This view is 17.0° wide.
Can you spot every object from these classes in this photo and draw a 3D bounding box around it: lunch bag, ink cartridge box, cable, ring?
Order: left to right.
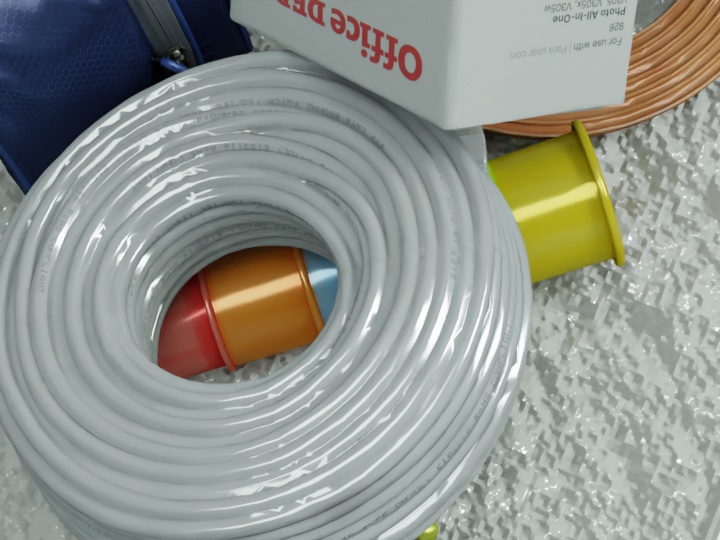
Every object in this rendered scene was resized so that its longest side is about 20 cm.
[{"bbox_3d":[-0.129,-0.135,0.942,0.132,0.136,0.200,-38,70,-6],"label":"lunch bag"},{"bbox_3d":[-0.037,0.018,0.860,0.199,0.069,0.201,-19,58,4],"label":"cable"},{"bbox_3d":[0.028,-0.165,0.827,0.084,0.201,0.146,-11,26,-32],"label":"ink cartridge box"},{"bbox_3d":[0.079,-0.146,0.990,0.199,0.019,0.202,-1,73,4],"label":"ring"}]

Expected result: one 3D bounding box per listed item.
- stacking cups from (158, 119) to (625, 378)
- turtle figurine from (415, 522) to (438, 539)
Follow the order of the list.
[{"bbox_3d":[0.000,0.000,0.929,0.199,0.061,0.061,-18,72,0],"label":"stacking cups"},{"bbox_3d":[-0.038,0.167,0.880,0.199,0.064,0.162,-31,80,-13],"label":"turtle figurine"}]
